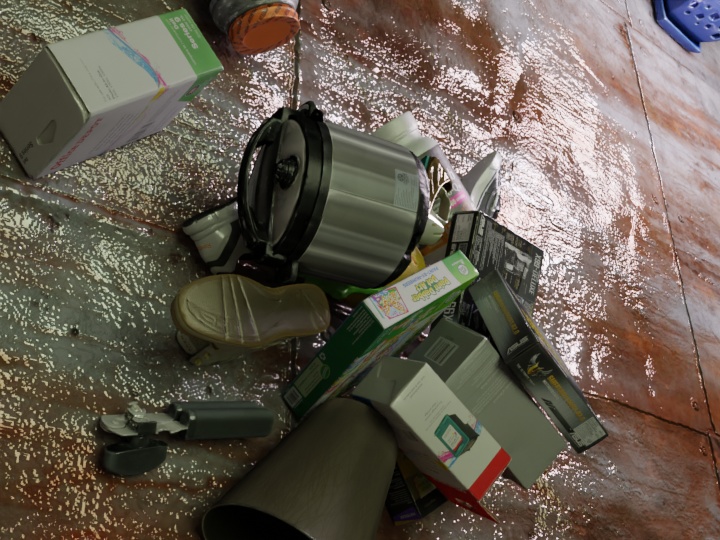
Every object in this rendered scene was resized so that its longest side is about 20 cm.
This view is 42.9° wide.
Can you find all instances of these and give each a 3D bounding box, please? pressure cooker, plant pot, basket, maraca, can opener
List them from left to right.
[{"bbox_3d":[-0.182,0.168,0.961,0.199,0.052,0.067,1,103,-42],"label":"can opener"},{"bbox_3d":[-0.046,0.242,0.988,0.179,0.137,0.200,31,39,5],"label":"basket"},{"bbox_3d":[-0.044,-0.082,1.025,0.198,0.180,0.176,13,31,-29],"label":"pressure cooker"},{"bbox_3d":[0.000,0.000,1.174,0.198,0.137,0.108,-5,116,-37],"label":"maraca"},{"bbox_3d":[0.860,-0.691,2.331,0.199,0.179,0.202,26,53,-32],"label":"plant pot"}]

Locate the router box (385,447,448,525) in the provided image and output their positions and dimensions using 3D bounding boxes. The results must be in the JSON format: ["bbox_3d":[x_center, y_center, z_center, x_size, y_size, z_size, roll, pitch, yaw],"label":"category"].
[{"bbox_3d":[0.089,0.213,1.190,0.199,0.052,0.159,-20,84,-48],"label":"router box"}]

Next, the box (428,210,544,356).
[{"bbox_3d":[0.173,0.040,1.246,0.157,0.049,0.202,25,71,-41],"label":"box"}]

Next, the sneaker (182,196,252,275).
[{"bbox_3d":[-0.129,-0.057,1.119,0.199,0.073,0.081,-33,103,-43],"label":"sneaker"}]

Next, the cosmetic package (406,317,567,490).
[{"bbox_3d":[0.153,0.165,1.127,0.090,0.107,0.200,-47,117,-10],"label":"cosmetic package"}]

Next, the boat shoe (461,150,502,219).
[{"bbox_3d":[0.191,-0.107,1.446,0.068,0.072,0.201,42,48,-17],"label":"boat shoe"}]

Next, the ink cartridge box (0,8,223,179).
[{"bbox_3d":[-0.269,-0.192,0.985,0.088,0.145,0.200,56,43,-4],"label":"ink cartridge box"}]

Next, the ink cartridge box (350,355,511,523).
[{"bbox_3d":[0.092,0.195,1.066,0.067,0.116,0.200,-47,107,-17],"label":"ink cartridge box"}]

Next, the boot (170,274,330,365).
[{"bbox_3d":[-0.149,0.058,0.964,0.199,0.154,0.073,2,73,-50],"label":"boot"}]

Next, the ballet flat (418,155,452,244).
[{"bbox_3d":[0.079,-0.076,1.175,0.072,0.068,0.200,40,36,-9],"label":"ballet flat"}]

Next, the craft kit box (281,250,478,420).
[{"bbox_3d":[0.024,0.076,1.091,0.049,0.200,0.197,49,41,10],"label":"craft kit box"}]

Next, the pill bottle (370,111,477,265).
[{"bbox_3d":[0.082,-0.117,1.312,0.116,0.116,0.201,-36,96,-48],"label":"pill bottle"}]

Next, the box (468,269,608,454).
[{"bbox_3d":[0.224,0.115,1.159,0.200,0.048,0.159,50,12,-32],"label":"box"}]

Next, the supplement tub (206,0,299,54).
[{"bbox_3d":[-0.157,-0.401,1.225,0.122,0.122,0.202,-9,76,-46],"label":"supplement tub"}]
